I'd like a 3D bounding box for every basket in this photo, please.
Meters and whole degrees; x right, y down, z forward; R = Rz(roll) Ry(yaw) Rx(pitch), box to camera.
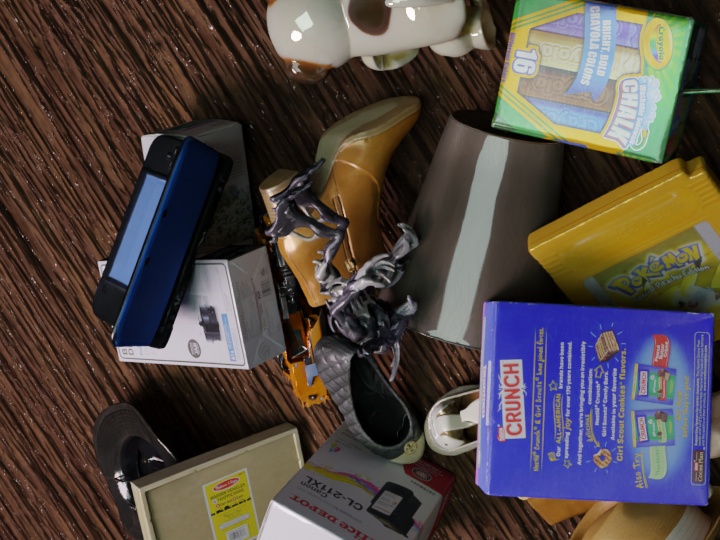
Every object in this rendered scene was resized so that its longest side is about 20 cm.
[{"bbox_3d":[0.121,-0.042,1.169,0.178,0.136,0.202,15,109,9],"label":"basket"}]

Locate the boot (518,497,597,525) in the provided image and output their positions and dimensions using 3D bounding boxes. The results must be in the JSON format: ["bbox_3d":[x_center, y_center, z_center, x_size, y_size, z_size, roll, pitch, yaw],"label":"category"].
[{"bbox_3d":[0.199,0.162,1.232,0.143,0.071,0.203,-26,102,22],"label":"boot"}]

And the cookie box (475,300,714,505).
[{"bbox_3d":[0.207,0.116,1.085,0.197,0.075,0.174,4,85,-3],"label":"cookie box"}]

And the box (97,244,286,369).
[{"bbox_3d":[-0.178,0.037,1.260,0.198,0.060,0.118,1,107,39],"label":"box"}]

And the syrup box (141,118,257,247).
[{"bbox_3d":[-0.169,-0.057,1.311,0.081,0.078,0.203,5,110,37],"label":"syrup box"}]

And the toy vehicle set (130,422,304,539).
[{"bbox_3d":[-0.150,0.263,1.364,0.026,0.198,0.126,13,117,58],"label":"toy vehicle set"}]

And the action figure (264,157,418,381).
[{"bbox_3d":[0.000,0.000,1.107,0.101,0.119,0.201,-31,104,20],"label":"action figure"}]

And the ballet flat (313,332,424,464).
[{"bbox_3d":[0.013,0.143,1.265,0.057,0.066,0.201,29,160,53],"label":"ballet flat"}]

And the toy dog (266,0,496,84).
[{"bbox_3d":[0.011,-0.238,1.121,0.198,0.194,0.141,-9,116,19],"label":"toy dog"}]

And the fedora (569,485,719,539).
[{"bbox_3d":[0.261,0.261,1.174,0.082,0.200,0.201,46,119,3],"label":"fedora"}]

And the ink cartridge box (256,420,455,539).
[{"bbox_3d":[-0.003,0.261,1.284,0.145,0.200,0.084,27,116,13],"label":"ink cartridge box"}]

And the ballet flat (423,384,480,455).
[{"bbox_3d":[0.113,0.146,1.240,0.199,0.062,0.068,-31,68,49],"label":"ballet flat"}]

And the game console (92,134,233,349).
[{"bbox_3d":[-0.212,-0.037,1.163,0.170,0.118,0.202,21,89,40],"label":"game console"}]

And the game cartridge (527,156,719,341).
[{"bbox_3d":[0.278,0.000,1.114,0.175,0.033,0.200,-28,126,28],"label":"game cartridge"}]

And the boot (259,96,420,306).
[{"bbox_3d":[0.001,-0.068,1.208,0.071,0.200,0.145,22,143,57],"label":"boot"}]

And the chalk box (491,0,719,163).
[{"bbox_3d":[0.234,-0.167,1.068,0.198,0.124,0.125,16,103,19],"label":"chalk box"}]

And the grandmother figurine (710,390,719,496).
[{"bbox_3d":[0.305,0.158,1.151,0.197,0.061,0.123,-13,60,7],"label":"grandmother figurine"}]

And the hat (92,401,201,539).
[{"bbox_3d":[-0.230,0.240,1.439,0.199,0.080,0.203,23,124,39],"label":"hat"}]

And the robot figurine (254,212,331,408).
[{"bbox_3d":[-0.070,0.034,1.287,0.057,0.145,0.203,-12,107,-11],"label":"robot figurine"}]
